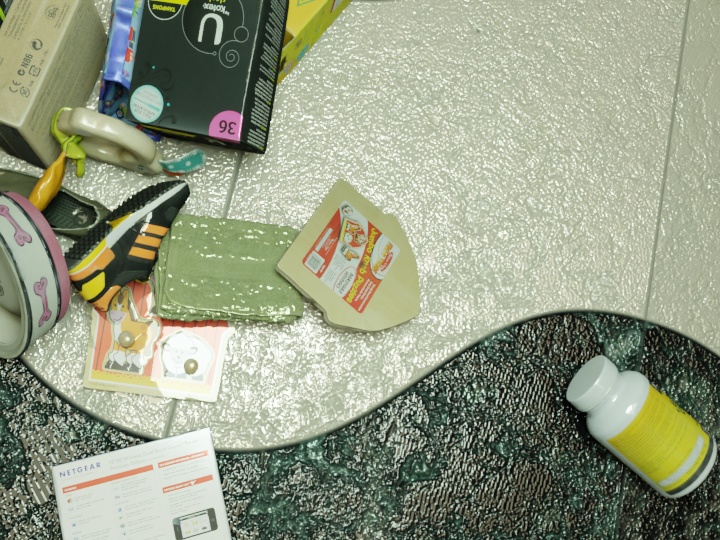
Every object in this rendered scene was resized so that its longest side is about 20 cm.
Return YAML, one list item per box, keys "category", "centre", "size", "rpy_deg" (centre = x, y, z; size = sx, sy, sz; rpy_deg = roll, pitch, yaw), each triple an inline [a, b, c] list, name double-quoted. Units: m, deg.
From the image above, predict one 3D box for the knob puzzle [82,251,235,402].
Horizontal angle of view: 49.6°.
- category: "knob puzzle"
  centre: [-0.260, 0.061, 1.025]
  size: [0.214, 0.030, 0.226]
  rpy_deg: [2, 79, -12]

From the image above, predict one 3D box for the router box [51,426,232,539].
- category: "router box"
  centre: [-0.265, 0.308, 0.969]
  size: [0.195, 0.049, 0.184]
  rpy_deg: [-11, 82, -14]

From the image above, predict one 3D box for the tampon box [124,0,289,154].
- category: "tampon box"
  centre: [-0.183, -0.261, 0.958]
  size: [0.146, 0.126, 0.205]
  rpy_deg: [10, 92, 8]

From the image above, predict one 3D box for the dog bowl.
- category: "dog bowl"
  centre: [-0.422, -0.003, 0.925]
  size: [0.073, 0.199, 0.202]
  rpy_deg: [-31, 86, -47]

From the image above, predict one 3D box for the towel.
- category: "towel"
  centre: [-0.173, -0.001, 1.036]
  size: [0.195, 0.037, 0.152]
  rpy_deg: [3, 64, -14]

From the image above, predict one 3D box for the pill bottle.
- category: "pill bottle"
  centre: [0.390, 0.215, 1.097]
  size: [0.199, 0.112, 0.113]
  rpy_deg: [40, 74, -3]

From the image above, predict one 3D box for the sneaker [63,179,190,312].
- category: "sneaker"
  centre: [-0.283, -0.033, 0.991]
  size: [0.200, 0.069, 0.091]
  rpy_deg: [-47, 125, -35]

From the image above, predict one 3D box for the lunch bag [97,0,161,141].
- category: "lunch bag"
  centre: [-0.288, -0.277, 0.992]
  size: [0.092, 0.200, 0.155]
  rpy_deg: [9, 77, -10]

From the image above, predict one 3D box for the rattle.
- category: "rattle"
  centre: [-0.299, -0.113, 0.989]
  size: [0.198, 0.128, 0.146]
  rpy_deg: [28, 55, -45]

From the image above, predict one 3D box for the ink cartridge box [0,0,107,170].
- category: "ink cartridge box"
  centre: [-0.397, -0.249, 0.981]
  size: [0.073, 0.165, 0.204]
  rpy_deg: [19, 76, -4]

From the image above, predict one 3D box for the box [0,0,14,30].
- category: "box"
  centre: [-0.453, -0.278, 0.957]
  size: [0.047, 0.200, 0.197]
  rpy_deg: [22, 77, -9]

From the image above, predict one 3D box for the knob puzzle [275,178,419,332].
- category: "knob puzzle"
  centre: [0.000, 0.000, 1.077]
  size: [0.215, 0.030, 0.225]
  rpy_deg: [12, 65, -26]

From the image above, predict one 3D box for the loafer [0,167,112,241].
- category: "loafer"
  centre: [-0.411, -0.090, 0.998]
  size: [0.195, 0.070, 0.077]
  rpy_deg: [15, 77, -10]

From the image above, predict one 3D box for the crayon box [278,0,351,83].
- category: "crayon box"
  centre: [-0.075, -0.360, 1.092]
  size: [0.050, 0.127, 0.201]
  rpy_deg: [38, 74, -3]
